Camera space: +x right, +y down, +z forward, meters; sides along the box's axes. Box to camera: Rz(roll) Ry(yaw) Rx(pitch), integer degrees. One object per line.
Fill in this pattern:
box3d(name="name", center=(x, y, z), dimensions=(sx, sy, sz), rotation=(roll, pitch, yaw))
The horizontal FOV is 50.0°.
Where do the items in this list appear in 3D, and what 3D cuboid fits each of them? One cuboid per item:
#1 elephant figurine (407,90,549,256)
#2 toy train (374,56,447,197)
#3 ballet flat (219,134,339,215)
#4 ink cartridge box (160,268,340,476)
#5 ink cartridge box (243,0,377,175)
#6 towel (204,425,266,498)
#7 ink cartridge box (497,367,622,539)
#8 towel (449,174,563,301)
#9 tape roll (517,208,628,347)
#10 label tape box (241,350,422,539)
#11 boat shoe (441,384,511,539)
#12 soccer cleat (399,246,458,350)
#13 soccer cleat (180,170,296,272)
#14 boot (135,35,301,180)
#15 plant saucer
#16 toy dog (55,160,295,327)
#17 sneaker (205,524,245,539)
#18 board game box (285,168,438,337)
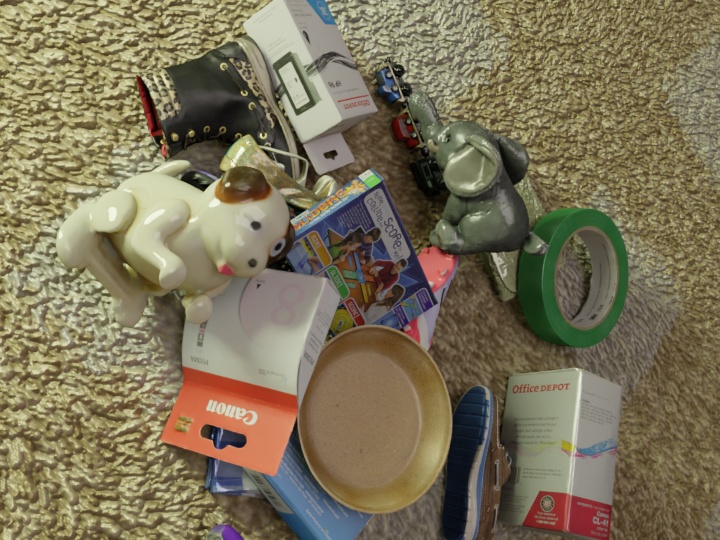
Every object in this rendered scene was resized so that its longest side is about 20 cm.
box3d(name="elephant figurine", center=(0.147, -0.127, 0.987), dimensions=(0.153, 0.142, 0.203), rotation=(-3, 104, -6))
box3d(name="toy train", center=(0.066, -0.195, 1.063), dimensions=(0.045, 0.034, 0.202), rotation=(-23, 93, -19))
box3d(name="ballet flat", center=(-0.065, -0.090, 0.882), dimensions=(0.199, 0.070, 0.071), rotation=(29, 67, -29))
box3d(name="ink cartridge box", center=(-0.125, 0.094, 0.816), dimensions=(0.057, 0.161, 0.202), rotation=(55, 50, -50))
box3d(name="ink cartridge box", center=(-0.049, -0.230, 0.954), dimensions=(0.202, 0.067, 0.116), rotation=(64, 30, -5))
box3d(name="towel", center=(-0.079, 0.192, 0.902), dimensions=(0.198, 0.024, 0.149), rotation=(12, 73, -28))
box3d(name="ink cartridge box", center=(0.257, 0.242, 1.017), dimensions=(0.085, 0.147, 0.202), rotation=(22, 70, -25))
box3d(name="towel", center=(0.216, -0.071, 1.122), dimensions=(0.148, 0.036, 0.202), rotation=(-29, 95, -33))
box3d(name="tape roll", center=(0.315, 0.010, 1.130), dimensions=(0.199, 0.048, 0.203), rotation=(-3, 94, -37))
box3d(name="label tape box", center=(-0.020, 0.201, 0.883), dimensions=(0.200, 0.066, 0.144), rotation=(-44, 102, -33))
box3d(name="boat shoe", center=(0.155, 0.253, 1.006), dimensions=(0.072, 0.072, 0.203), rotation=(16, 82, -32))
box3d(name="soccer cleat", center=(0.078, 0.052, 1.009), dimensions=(0.201, 0.066, 0.077), rotation=(-62, 147, -33))
box3d(name="soccer cleat", center=(-0.123, -0.057, 0.911), dimensions=(0.199, 0.068, 0.074), rotation=(35, 38, -14))
box3d(name="boot", center=(-0.161, -0.160, 0.897), dimensions=(0.149, 0.073, 0.202), rotation=(-22, 100, -27))
box3d(name="plant saucer", center=(0.012, 0.163, 0.853), dimensions=(0.198, 0.035, 0.203), rotation=(8, 74, -29))
box3d(name="toy dog", center=(-0.165, -0.035, 0.788), dimensions=(0.195, 0.198, 0.140), rotation=(-69, 147, -45))
box3d(name="sneaker", center=(-0.091, 0.342, 0.843), dimensions=(0.099, 0.069, 0.201), rotation=(-39, 105, -37))
box3d(name="board game box", center=(0.000, 0.000, 0.893), dimensions=(0.135, 0.034, 0.201), rotation=(-33, 129, -7))
